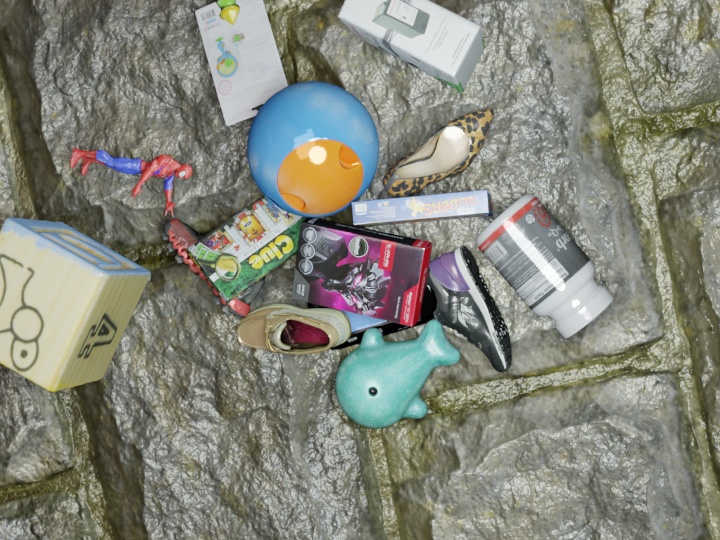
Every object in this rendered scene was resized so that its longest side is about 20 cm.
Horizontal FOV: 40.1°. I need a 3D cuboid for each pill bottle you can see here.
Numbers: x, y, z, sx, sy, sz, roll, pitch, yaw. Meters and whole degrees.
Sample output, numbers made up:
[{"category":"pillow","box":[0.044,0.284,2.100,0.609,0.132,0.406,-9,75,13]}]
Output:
[{"category":"pill bottle","box":[0.274,-0.006,1.461,0.116,0.116,0.200,-41,84,7]}]

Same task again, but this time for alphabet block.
[{"category":"alphabet block","box":[-0.479,0.050,1.552,0.194,0.196,0.201,28,95,10]}]

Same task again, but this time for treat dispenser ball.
[{"category":"treat dispenser ball","box":[-0.071,-0.181,1.478,0.199,0.201,0.203,0,90,10]}]

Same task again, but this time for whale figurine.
[{"category":"whale figurine","box":[0.054,0.158,1.504,0.199,0.104,0.160,-32,88,7]}]

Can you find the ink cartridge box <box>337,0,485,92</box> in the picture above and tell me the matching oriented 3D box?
[{"category":"ink cartridge box","box":[0.080,-0.359,1.480,0.199,0.146,0.085,30,96,9]}]

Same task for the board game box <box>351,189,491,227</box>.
[{"category":"board game box","box":[0.096,-0.092,1.482,0.198,0.135,0.035,-5,90,11]}]

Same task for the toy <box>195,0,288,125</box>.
[{"category":"toy","box":[-0.183,-0.340,1.575,0.114,0.047,0.202,-19,84,13]}]

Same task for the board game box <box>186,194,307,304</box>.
[{"category":"board game box","box":[-0.161,-0.047,1.537,0.200,0.023,0.105,-38,87,-22]}]

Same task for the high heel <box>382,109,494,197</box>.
[{"category":"high heel","box":[0.121,-0.178,1.473,0.200,0.143,0.072,-41,83,7]}]

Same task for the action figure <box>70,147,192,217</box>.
[{"category":"action figure","box":[-0.369,-0.143,1.599,0.198,0.065,0.100,2,82,11]}]

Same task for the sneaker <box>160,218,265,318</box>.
[{"category":"sneaker","box":[-0.229,-0.021,1.572,0.200,0.071,0.098,45,93,8]}]

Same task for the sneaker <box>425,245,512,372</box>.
[{"category":"sneaker","box":[0.162,0.068,1.505,0.087,0.076,0.201,-24,92,20]}]

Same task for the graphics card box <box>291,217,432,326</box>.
[{"category":"graphics card box","box":[0.000,0.000,1.485,0.198,0.051,0.127,13,108,13]}]

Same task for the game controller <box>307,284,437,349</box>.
[{"category":"game controller","box":[0.018,0.053,1.543,0.198,0.042,0.105,-17,87,10]}]

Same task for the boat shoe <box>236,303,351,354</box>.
[{"category":"boat shoe","box":[-0.115,0.094,1.534,0.198,0.066,0.075,-6,104,26]}]
